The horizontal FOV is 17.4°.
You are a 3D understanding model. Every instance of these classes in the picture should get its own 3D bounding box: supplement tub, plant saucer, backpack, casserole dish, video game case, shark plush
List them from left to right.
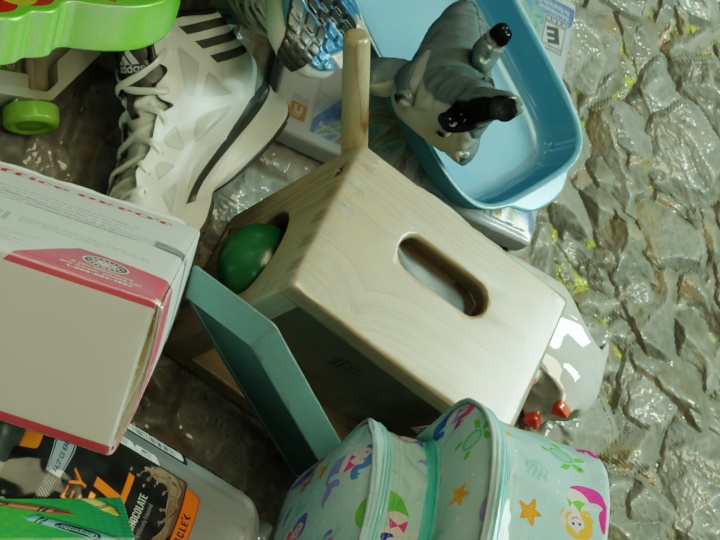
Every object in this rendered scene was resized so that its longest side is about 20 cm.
[{"bbox_3d":[-0.163,0.125,1.238,0.200,0.122,0.123,33,61,-20],"label":"supplement tub"},{"bbox_3d":[-0.043,0.074,1.301,0.019,0.070,0.200,-45,143,-14],"label":"plant saucer"},{"bbox_3d":[0.041,-0.131,1.506,0.200,0.022,0.183,24,64,-25],"label":"video game case"},{"bbox_3d":[0.037,0.162,1.217,0.150,0.200,0.178,29,52,-21],"label":"backpack"},{"bbox_3d":[0.053,-0.116,1.352,0.091,0.200,0.083,38,94,-3],"label":"shark plush"},{"bbox_3d":[0.060,-0.125,1.480,0.121,0.039,0.200,-31,93,-35],"label":"casserole dish"}]

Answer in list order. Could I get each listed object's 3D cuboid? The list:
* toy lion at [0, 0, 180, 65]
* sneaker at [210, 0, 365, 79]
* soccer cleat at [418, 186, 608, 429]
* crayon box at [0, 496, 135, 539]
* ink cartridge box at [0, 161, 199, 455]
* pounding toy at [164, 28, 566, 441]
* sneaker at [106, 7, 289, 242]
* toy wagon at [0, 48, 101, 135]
[{"bbox_3d":[-0.190,-0.155,1.215,0.199,0.069,0.192,13,28,-9],"label":"toy lion"},{"bbox_3d":[-0.048,-0.158,1.385,0.075,0.086,0.200,58,16,-25],"label":"sneaker"},{"bbox_3d":[0.080,0.012,1.464,0.200,0.069,0.078,48,51,-20],"label":"soccer cleat"},{"bbox_3d":[-0.179,0.213,1.166,0.118,0.058,0.201,1,108,-14],"label":"crayon box"},{"bbox_3d":[-0.166,0.010,1.178,0.146,0.200,0.083,18,100,-2],"label":"ink cartridge box"},{"bbox_3d":[0.000,0.000,1.341,0.200,0.184,0.142,37,59,-18],"label":"pounding toy"},{"bbox_3d":[-0.128,-0.075,1.332,0.116,0.076,0.201,57,48,-27],"label":"sneaker"},{"bbox_3d":[-0.202,-0.155,1.348,0.199,0.040,0.156,6,73,-32],"label":"toy wagon"}]
